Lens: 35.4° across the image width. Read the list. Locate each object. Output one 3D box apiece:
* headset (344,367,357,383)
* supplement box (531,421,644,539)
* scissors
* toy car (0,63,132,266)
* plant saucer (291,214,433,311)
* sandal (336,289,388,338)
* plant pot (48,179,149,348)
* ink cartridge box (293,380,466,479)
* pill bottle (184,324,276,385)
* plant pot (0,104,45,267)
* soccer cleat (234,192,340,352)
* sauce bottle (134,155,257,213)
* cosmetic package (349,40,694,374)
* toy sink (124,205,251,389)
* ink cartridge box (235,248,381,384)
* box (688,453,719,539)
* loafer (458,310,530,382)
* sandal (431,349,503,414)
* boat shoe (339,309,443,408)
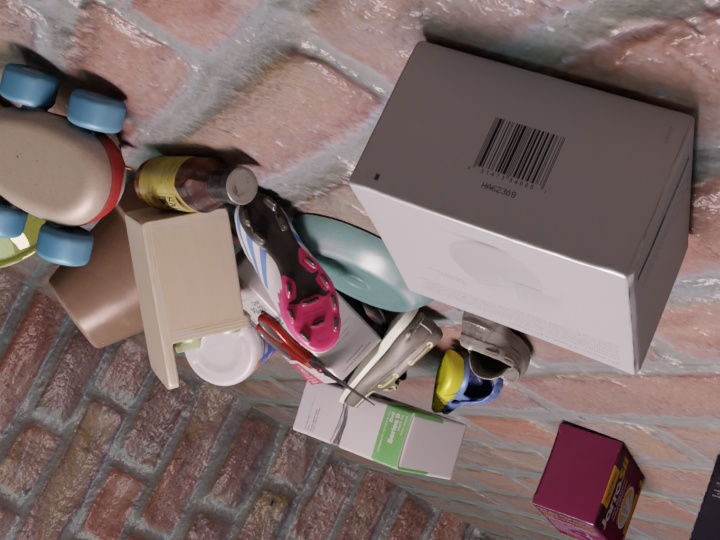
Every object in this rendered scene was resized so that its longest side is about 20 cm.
[{"bbox_3d":[-0.028,0.123,1.639,0.199,0.094,0.124,8,-148,-44],"label":"headset"},{"bbox_3d":[0.345,0.329,1.692,0.102,0.132,0.200,16,163,30],"label":"supplement box"},{"bbox_3d":[-0.057,0.118,1.405,0.199,0.014,0.073,35,156,18],"label":"scissors"},{"bbox_3d":[-0.319,-0.124,1.297,0.175,0.186,0.200,21,-166,17],"label":"toy car"},{"bbox_3d":[0.000,0.000,1.340,0.198,0.036,0.200,25,166,7],"label":"plant saucer"},{"bbox_3d":[0.010,0.066,1.534,0.076,0.043,0.200,23,164,44],"label":"sandal"},{"bbox_3d":[-0.315,0.007,1.505,0.201,0.174,0.200,52,170,13],"label":"plant pot"},{"bbox_3d":[0.026,0.222,1.606,0.199,0.085,0.145,14,176,38],"label":"ink cartridge box"},{"bbox_3d":[-0.164,0.081,1.615,0.111,0.113,0.200,23,-160,10],"label":"pill bottle"},{"bbox_3d":[-0.491,-0.140,1.470,0.199,0.201,0.191,14,148,39],"label":"plant pot"},{"bbox_3d":[-0.083,0.002,1.306,0.201,0.069,0.086,63,166,2],"label":"soccer cleat"},{"bbox_3d":[-0.186,-0.097,1.268,0.066,0.066,0.199,36,164,-32],"label":"sauce bottle"},{"bbox_3d":[0.124,-0.040,0.810,0.198,0.124,0.200,20,163,21],"label":"cosmetic package"},{"bbox_3d":[-0.204,0.024,1.359,0.111,0.202,0.130,-11,-169,-18],"label":"toy sink"},{"bbox_3d":[-0.086,0.050,1.465,0.200,0.085,0.146,48,162,-7],"label":"ink cartridge box"},{"bbox_3d":[0.496,0.362,1.433,0.103,0.183,0.200,14,162,38],"label":"box"},{"bbox_3d":[0.154,0.096,1.333,0.069,0.070,0.200,18,163,28],"label":"loafer"},{"bbox_3d":[0.147,0.163,1.576,0.086,0.080,0.200,9,170,0],"label":"sandal"},{"bbox_3d":[0.037,0.124,1.476,0.060,0.072,0.202,35,130,-1],"label":"boat shoe"}]
